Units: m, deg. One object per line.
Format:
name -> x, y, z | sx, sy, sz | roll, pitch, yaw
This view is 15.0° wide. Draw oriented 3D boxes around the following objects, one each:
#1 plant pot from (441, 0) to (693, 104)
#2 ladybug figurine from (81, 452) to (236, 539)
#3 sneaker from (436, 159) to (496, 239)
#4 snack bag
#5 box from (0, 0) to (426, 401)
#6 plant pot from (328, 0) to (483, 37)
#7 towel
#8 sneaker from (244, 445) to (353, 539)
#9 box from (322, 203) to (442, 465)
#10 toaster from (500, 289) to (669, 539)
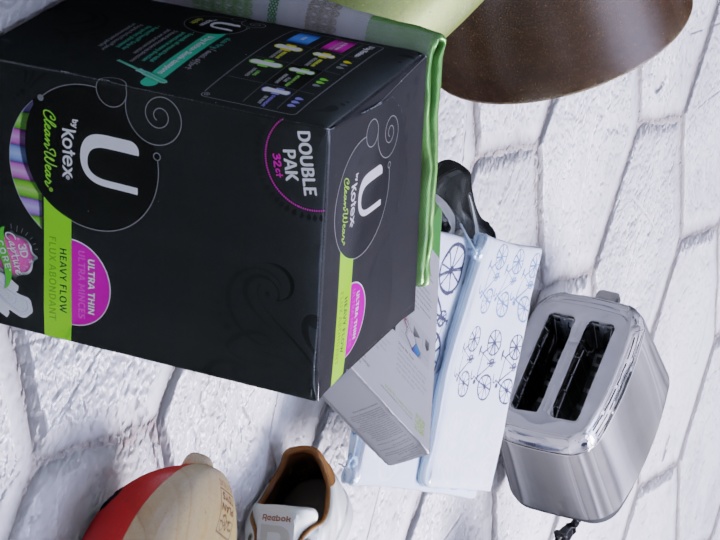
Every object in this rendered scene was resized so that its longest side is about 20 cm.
plant pot -> 0.108, -0.244, 1.819 | 0.187, 0.186, 0.201 | -55, 135, -45
ladybug figurine -> -0.129, 0.199, 1.566 | 0.136, 0.072, 0.201 | 52, 54, -65
sneaker -> 0.065, 0.004, 1.968 | 0.091, 0.066, 0.201 | -54, 147, -42
snack bag -> 0.060, 0.063, 1.892 | 0.200, 0.021, 0.189 | 14, 89, -60
box -> -0.082, -0.042, 1.369 | 0.124, 0.199, 0.149 | -42, 140, -57
plant pot -> -0.017, -0.174, 1.537 | 0.200, 0.187, 0.187 | -56, 155, -12
towel -> -0.052, -0.076, 1.428 | 0.031, 0.199, 0.150 | -41, 139, -52
sneaker -> -0.059, 0.201, 1.766 | 0.085, 0.073, 0.200 | 72, 25, -49
box -> 0.000, 0.000, 1.694 | 0.144, 0.036, 0.201 | 49, 35, -40
toaster -> 0.178, 0.115, 2.266 | 0.200, 0.113, 0.129 | -64, 152, -27
